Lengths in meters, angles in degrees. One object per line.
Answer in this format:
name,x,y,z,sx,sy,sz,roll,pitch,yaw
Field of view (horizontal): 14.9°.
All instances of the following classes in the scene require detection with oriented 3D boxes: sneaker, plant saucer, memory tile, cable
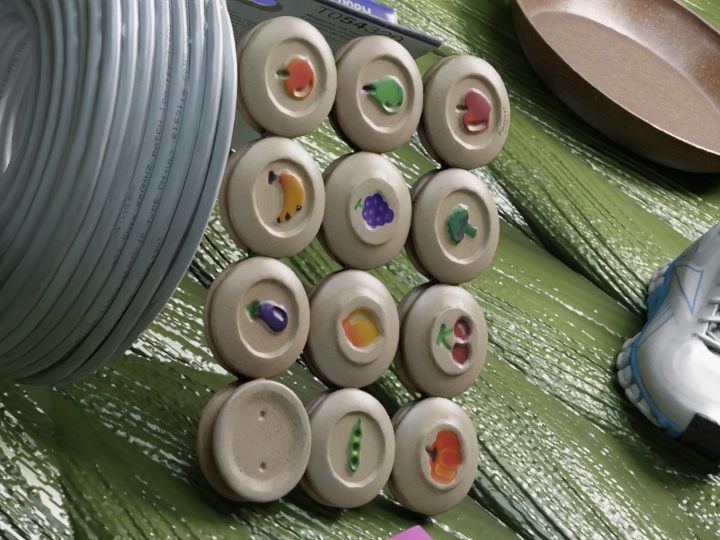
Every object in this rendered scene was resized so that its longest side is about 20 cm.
sneaker,0.184,0.019,1.396,0.075,0.087,0.200,31,29,-8
plant saucer,0.167,-0.118,1.649,0.200,0.037,0.201,26,29,-15
memory tile,0.000,0.000,1.154,0.153,0.201,0.017,9,-6,-40
cable,-0.124,-0.058,1.066,0.069,0.200,0.201,13,57,-34

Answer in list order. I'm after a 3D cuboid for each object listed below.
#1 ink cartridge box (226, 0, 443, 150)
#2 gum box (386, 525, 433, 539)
ink cartridge box,-0.091,-0.122,1.234,0.196,0.200,0.044,19,68,-26
gum box,0.039,0.186,0.993,0.200,0.066,0.113,43,27,18
